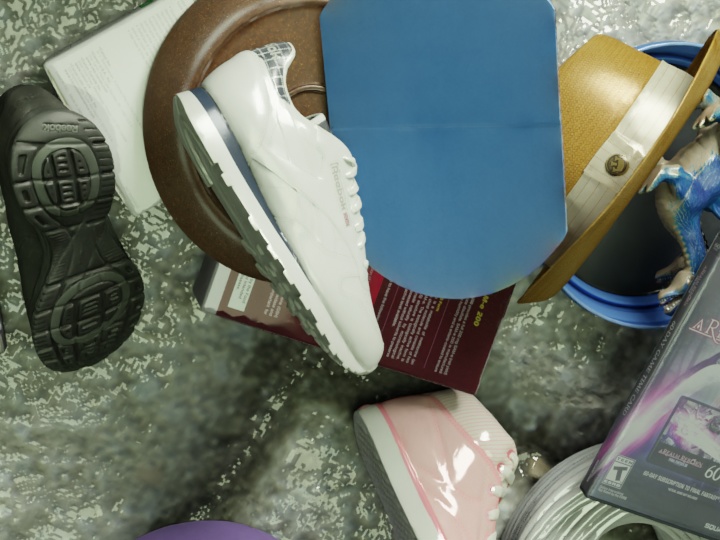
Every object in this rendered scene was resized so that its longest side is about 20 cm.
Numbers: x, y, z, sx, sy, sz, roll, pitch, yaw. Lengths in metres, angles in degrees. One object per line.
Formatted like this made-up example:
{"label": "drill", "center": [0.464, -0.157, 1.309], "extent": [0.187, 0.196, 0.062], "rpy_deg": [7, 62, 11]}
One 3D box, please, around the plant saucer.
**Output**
{"label": "plant saucer", "center": [-0.032, -0.088, 0.775], "extent": [0.199, 0.034, 0.202], "rpy_deg": [-2, 99, -14]}

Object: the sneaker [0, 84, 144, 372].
{"label": "sneaker", "center": [-0.187, -0.026, 0.795], "extent": [0.076, 0.091, 0.201], "rpy_deg": [-15, 129, -25]}

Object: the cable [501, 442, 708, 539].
{"label": "cable", "center": [0.200, 0.220, 0.944], "extent": [0.199, 0.069, 0.201], "rpy_deg": [28, 97, -17]}

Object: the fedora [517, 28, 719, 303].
{"label": "fedora", "center": [0.134, -0.075, 0.763], "extent": [0.082, 0.201, 0.201], "rpy_deg": [36, 94, 5]}

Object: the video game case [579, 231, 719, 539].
{"label": "video game case", "center": [0.255, 0.088, 0.863], "extent": [0.142, 0.019, 0.201], "rpy_deg": [21, 106, -19]}

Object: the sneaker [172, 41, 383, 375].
{"label": "sneaker", "center": [-0.029, -0.032, 0.733], "extent": [0.080, 0.076, 0.201], "rpy_deg": [-33, 107, -16]}

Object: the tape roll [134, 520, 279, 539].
{"label": "tape roll", "center": [-0.108, 0.284, 0.882], "extent": [0.198, 0.085, 0.202], "rpy_deg": [-3, 105, -13]}

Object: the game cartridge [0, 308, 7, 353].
{"label": "game cartridge", "center": [-0.300, -0.037, 0.786], "extent": [0.129, 0.038, 0.202], "rpy_deg": [-6, 105, -7]}

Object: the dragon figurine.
{"label": "dragon figurine", "center": [0.245, -0.067, 0.844], "extent": [0.099, 0.059, 0.200], "rpy_deg": [34, 99, -20]}

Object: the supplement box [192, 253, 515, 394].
{"label": "supplement box", "center": [0.000, 0.000, 0.846], "extent": [0.199, 0.061, 0.110], "rpy_deg": [19, 97, -16]}

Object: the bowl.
{"label": "bowl", "center": [0.207, -0.060, 0.891], "extent": [0.199, 0.039, 0.202], "rpy_deg": [-3, 105, -12]}

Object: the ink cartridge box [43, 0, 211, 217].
{"label": "ink cartridge box", "center": [-0.087, -0.133, 0.801], "extent": [0.199, 0.050, 0.109], "rpy_deg": [-31, 107, -5]}

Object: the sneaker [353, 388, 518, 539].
{"label": "sneaker", "center": [0.076, 0.171, 0.865], "extent": [0.104, 0.075, 0.201], "rpy_deg": [-16, 68, -17]}

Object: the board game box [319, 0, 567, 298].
{"label": "board game box", "center": [0.054, -0.086, 0.726], "extent": [0.039, 0.157, 0.202], "rpy_deg": [-20, 108, -50]}
